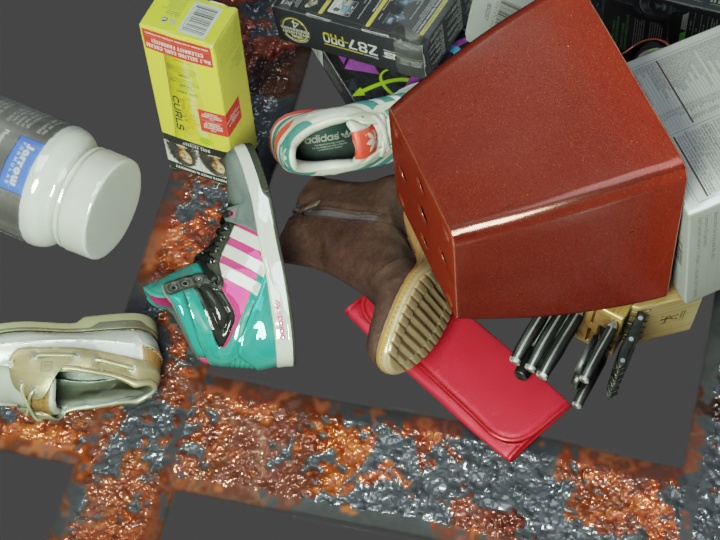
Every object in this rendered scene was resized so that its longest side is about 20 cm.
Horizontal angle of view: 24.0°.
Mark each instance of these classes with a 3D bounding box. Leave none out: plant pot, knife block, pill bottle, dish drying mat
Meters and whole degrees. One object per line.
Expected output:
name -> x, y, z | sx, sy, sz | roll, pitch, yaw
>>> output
plant pot -> 0.128, -0.074, 1.347 | 0.176, 0.200, 0.200 | -20, 61, -7
knife block -> 0.190, 0.013, 1.439 | 0.175, 0.064, 0.200 | -11, 59, -10
pill bottle -> -0.304, -0.089, 1.509 | 0.200, 0.114, 0.114 | 22, 62, 16
dish drying mat -> 0.081, 0.074, 1.443 | 0.077, 0.018, 0.200 | -39, 64, -20

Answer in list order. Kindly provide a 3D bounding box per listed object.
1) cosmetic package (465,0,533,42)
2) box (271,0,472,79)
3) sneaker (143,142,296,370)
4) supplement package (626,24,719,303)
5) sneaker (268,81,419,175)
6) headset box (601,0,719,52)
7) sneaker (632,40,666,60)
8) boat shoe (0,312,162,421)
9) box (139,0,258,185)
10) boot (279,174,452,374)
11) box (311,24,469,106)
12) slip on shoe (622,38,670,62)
cosmetic package -> 0.177, -0.294, 1.580 | 0.074, 0.102, 0.200 | 27, 53, 9
box -> 0.035, -0.278, 1.599 | 0.161, 0.049, 0.200 | 17, 55, 24
sneaker -> -0.128, -0.006, 1.455 | 0.121, 0.084, 0.200 | -9, 76, -6
supplement package -> 0.321, -0.102, 1.370 | 0.200, 0.152, 0.151 | -23, 61, -3
sneaker -> 0.019, -0.119, 1.508 | 0.200, 0.070, 0.093 | -11, 17, -3
headset box -> 0.331, -0.282, 1.601 | 0.200, 0.093, 0.174 | 16, 61, 14
sneaker -> 0.322, -0.162, 1.512 | 0.200, 0.074, 0.087 | 7, 41, -26
boat shoe -> -0.266, 0.087, 1.423 | 0.200, 0.075, 0.068 | -11, 53, -4
box -> -0.139, -0.157, 1.490 | 0.075, 0.200, 0.050 | 19, 59, 13
boot -> 0.000, 0.000, 1.459 | 0.166, 0.072, 0.200 | 3, 54, 30
box -> 0.062, -0.224, 1.615 | 0.200, 0.036, 0.143 | -24, 60, -13
slip on shoe -> 0.214, -0.145, 1.544 | 0.200, 0.061, 0.074 | -38, 66, -16
